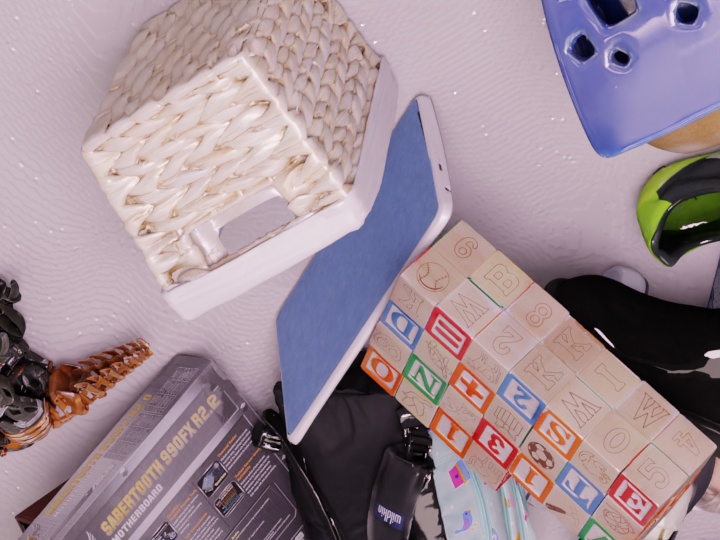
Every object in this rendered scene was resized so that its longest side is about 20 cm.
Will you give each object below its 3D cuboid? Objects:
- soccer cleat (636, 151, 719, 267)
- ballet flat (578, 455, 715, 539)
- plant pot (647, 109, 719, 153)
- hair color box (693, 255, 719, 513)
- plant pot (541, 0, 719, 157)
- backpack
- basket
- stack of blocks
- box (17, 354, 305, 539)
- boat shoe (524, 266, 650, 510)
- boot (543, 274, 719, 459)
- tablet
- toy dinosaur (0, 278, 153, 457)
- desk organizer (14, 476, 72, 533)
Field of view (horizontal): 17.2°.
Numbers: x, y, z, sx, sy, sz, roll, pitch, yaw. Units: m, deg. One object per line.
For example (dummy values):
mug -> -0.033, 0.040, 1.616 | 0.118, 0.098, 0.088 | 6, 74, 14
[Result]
soccer cleat -> 0.260, -0.061, 1.447 | 0.199, 0.081, 0.068 | -28, 117, 20
ballet flat -> 0.184, 0.160, 1.537 | 0.073, 0.073, 0.201 | 12, 136, -4
plant pot -> 0.248, -0.114, 1.347 | 0.199, 0.200, 0.028 | -26, 94, 19
hair color box -> 0.269, 0.067, 1.542 | 0.099, 0.061, 0.201 | 8, 123, -1
plant pot -> 0.185, -0.199, 1.295 | 0.199, 0.200, 0.180 | -25, 103, 19
backpack -> 0.036, 0.155, 1.551 | 0.166, 0.126, 0.201 | 2, 113, 51
basket -> -0.070, -0.088, 1.389 | 0.135, 0.200, 0.124 | -29, 110, 20
stack of blocks -> 0.101, 0.079, 1.398 | 0.200, 0.059, 0.115 | 42, 149, 13
box -> -0.126, 0.182, 1.571 | 0.048, 0.200, 0.159 | 2, 137, 53
boat shoe -> 0.163, 0.087, 1.554 | 0.086, 0.075, 0.203 | 19, 124, -8
boot -> 0.225, 0.025, 1.417 | 0.210, 0.080, 0.158 | 27, 126, -15
tablet -> 0.000, 0.000, 1.476 | 0.014, 0.130, 0.200 | 20, 122, -20
toy dinosaur -> -0.238, 0.071, 1.578 | 0.199, 0.102, 0.136 | -29, 133, 0
desk organizer -> -0.152, 0.233, 1.632 | 0.072, 0.077, 0.201 | 7, 126, 55
